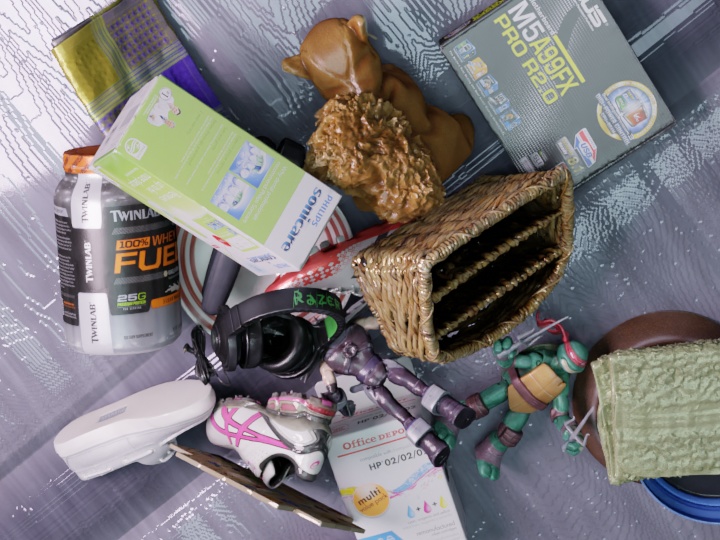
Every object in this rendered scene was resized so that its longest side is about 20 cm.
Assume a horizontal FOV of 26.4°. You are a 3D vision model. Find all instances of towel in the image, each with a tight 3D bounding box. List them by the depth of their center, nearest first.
[{"bbox_3d":[-0.206,-0.172,1.505,0.023,0.144,0.201,-18,107,47],"label":"towel"},{"bbox_3d":[0.338,0.138,1.551,0.199,0.037,0.149,-7,106,5],"label":"towel"}]

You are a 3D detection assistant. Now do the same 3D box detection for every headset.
[{"bbox_3d":[-0.104,0.059,1.541,0.123,0.094,0.200,11,145,-42],"label":"headset"}]

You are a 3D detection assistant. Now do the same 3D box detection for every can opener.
[{"bbox_3d":[-0.121,-0.045,1.549,0.078,0.063,0.201,23,106,-5],"label":"can opener"}]

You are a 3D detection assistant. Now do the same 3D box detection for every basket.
[{"bbox_3d":[0.120,0.004,1.494,0.199,0.149,0.143,-32,106,-26],"label":"basket"}]

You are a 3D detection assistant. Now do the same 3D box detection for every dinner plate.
[{"bbox_3d":[-0.102,-0.013,1.603,0.199,0.024,0.201,1,106,2],"label":"dinner plate"}]

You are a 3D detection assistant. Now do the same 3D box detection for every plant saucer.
[{"bbox_3d":[0.327,0.143,1.629,0.199,0.035,0.202,0,107,1],"label":"plant saucer"}]

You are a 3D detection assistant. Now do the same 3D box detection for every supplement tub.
[{"bbox_3d":[-0.245,-0.023,1.548,0.122,0.123,0.201,-2,102,3],"label":"supplement tub"}]

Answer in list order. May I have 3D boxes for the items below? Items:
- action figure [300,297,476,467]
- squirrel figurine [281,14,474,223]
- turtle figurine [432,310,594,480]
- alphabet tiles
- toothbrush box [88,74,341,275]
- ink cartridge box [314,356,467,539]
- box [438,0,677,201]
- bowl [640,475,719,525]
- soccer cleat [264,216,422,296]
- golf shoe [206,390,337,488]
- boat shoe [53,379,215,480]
[{"bbox_3d":[0.021,0.112,1.570,0.200,0.069,0.130,40,96,19],"label":"action figure"},{"bbox_3d":[0.010,-0.148,1.465,0.141,0.200,0.187,-24,116,15],"label":"squirrel figurine"},{"bbox_3d":[0.178,0.129,1.597,0.150,0.101,0.200,46,116,-4],"label":"turtle figurine"},{"bbox_3d":[-0.097,0.225,1.581,0.199,0.166,0.006,22,87,29],"label":"alphabet tiles"},{"bbox_3d":[-0.137,-0.083,1.416,0.199,0.146,0.086,32,78,-16],"label":"toothbrush box"},{"bbox_3d":[0.031,0.206,1.640,0.114,0.068,0.201,-17,105,7],"label":"ink cartridge box"},{"bbox_3d":[0.196,-0.188,1.528,0.160,0.044,0.200,-32,103,11],"label":"box"},{"bbox_3d":[0.377,0.166,1.596,0.199,0.039,0.202,0,107,1],"label":"bowl"},{"bbox_3d":[0.000,0.000,1.554,0.199,0.069,0.086,-25,93,-15],"label":"soccer cleat"},{"bbox_3d":[-0.103,0.176,1.578,0.072,0.200,0.093,19,73,-33],"label":"golf shoe"},{"bbox_3d":[-0.232,0.176,1.632,0.199,0.072,0.069,-22,113,16],"label":"boat shoe"}]
